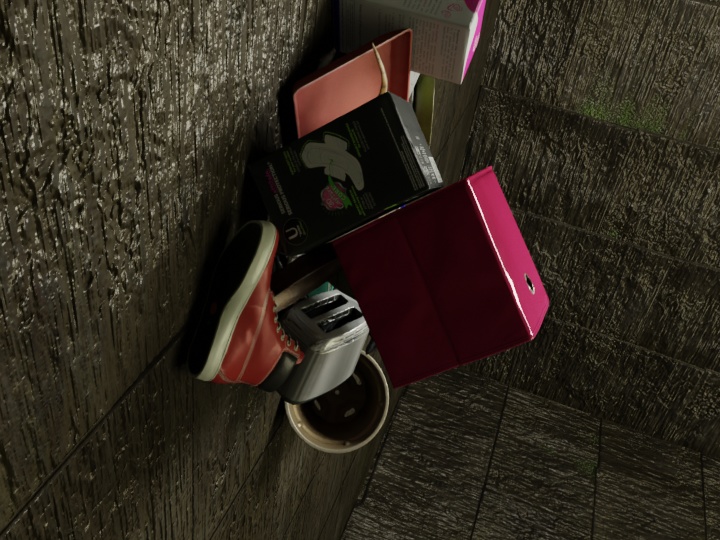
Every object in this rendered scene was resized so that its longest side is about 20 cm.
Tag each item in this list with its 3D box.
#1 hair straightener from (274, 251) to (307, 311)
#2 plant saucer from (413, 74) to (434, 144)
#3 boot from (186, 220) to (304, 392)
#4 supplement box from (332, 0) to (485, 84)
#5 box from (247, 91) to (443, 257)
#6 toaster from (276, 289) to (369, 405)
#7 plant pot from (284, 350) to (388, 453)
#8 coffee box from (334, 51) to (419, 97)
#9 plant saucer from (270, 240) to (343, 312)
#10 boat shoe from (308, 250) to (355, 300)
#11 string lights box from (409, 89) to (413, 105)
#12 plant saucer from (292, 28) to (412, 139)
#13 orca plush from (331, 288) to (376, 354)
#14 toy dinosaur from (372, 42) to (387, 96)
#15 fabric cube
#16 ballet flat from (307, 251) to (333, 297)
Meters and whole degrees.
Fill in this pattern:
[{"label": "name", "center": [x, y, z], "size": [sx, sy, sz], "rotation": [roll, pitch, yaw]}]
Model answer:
[{"label": "hair straightener", "center": [-0.102, 0.019, 1.130], "size": [0.077, 0.041, 0.201], "rotation": [-50, 155, -20]}, {"label": "plant saucer", "center": [0.106, -0.284, 1.236], "size": [0.200, 0.030, 0.205], "rotation": [-176, -90, -90]}, {"label": "boot", "center": [-0.114, 0.047, 0.869], "size": [0.143, 0.072, 0.203], "rotation": [18, 96, -39]}, {"label": "supplement box", "center": [0.069, -0.358, 1.004], "size": [0.104, 0.196, 0.102], "rotation": [90, 22, -56]}, {"label": "box", "center": [-0.013, -0.119, 0.897], "size": [0.126, 0.197, 0.148], "rotation": [66, 16, -1]}, {"label": "toaster", "center": [-0.064, 0.117, 1.140], "size": [0.198, 0.113, 0.131], "rotation": [-18, 142, -48]}, {"label": "plant pot", "center": [-0.047, 0.250, 1.416], "size": [0.184, 0.197, 0.204], "rotation": [107, 2, -83]}, {"label": "coffee box", "center": [0.048, -0.361, 1.115], "size": [0.080, 0.112, 0.203], "rotation": [85, 24, -61]}, {"label": "plant saucer", "center": [-0.085, 0.012, 0.987], "size": [0.198, 0.032, 0.200], "rotation": [-31, 175, -3]}, {"label": "boat shoe", "center": [0.000, 0.000, 1.102], "size": [0.068, 0.200, 0.075], "rotation": [-38, 166, -35]}, {"label": "string lights box", "center": [0.065, -0.347, 1.216], "size": [0.103, 0.058, 0.203], "rotation": [88, 5, -59]}, {"label": "plant saucer", "center": [-0.016, -0.230, 1.005], "size": [0.198, 0.037, 0.201], "rotation": [-34, 153, -19]}, {"label": "orca plush", "center": [-0.032, 0.060, 1.248], "size": [0.105, 0.202, 0.070], "rotation": [-42, 149, 26]}, {"label": "toy dinosaur", "center": [0.014, -0.200, 0.984], "size": [0.105, 0.061, 0.201], "rotation": [-3, 133, -51]}, {"label": "fabric cube", "center": [0.111, 0.002, 0.924], "size": [0.203, 0.197, 0.196], "rotation": [66, 23, -3]}, {"label": "ballet flat", "center": [-0.067, -0.045, 1.182], "size": [0.071, 0.066, 0.203], "rotation": [-97, -168, -52]}]
